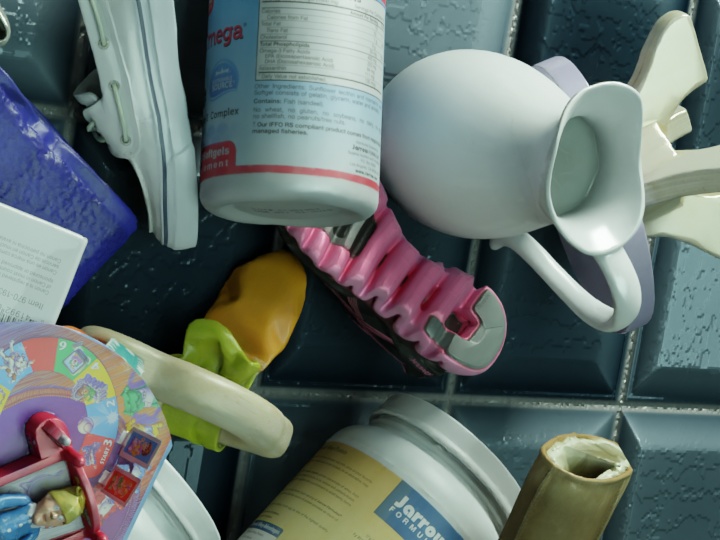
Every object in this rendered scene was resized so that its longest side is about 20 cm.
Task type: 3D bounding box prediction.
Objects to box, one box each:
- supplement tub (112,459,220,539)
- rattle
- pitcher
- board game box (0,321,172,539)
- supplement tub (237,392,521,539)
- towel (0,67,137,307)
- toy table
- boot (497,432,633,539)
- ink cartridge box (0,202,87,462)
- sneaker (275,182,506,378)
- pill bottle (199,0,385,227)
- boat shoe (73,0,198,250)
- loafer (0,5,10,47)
[{"bbox_3d":[-0.194,0.189,1.292,0.200,0.140,0.141,-43,122,-20],"label":"supplement tub"},{"bbox_3d":[-0.105,0.028,1.317,0.143,0.130,0.200,-54,137,-2],"label":"rattle"},{"bbox_3d":[0.099,-0.053,1.413,0.121,0.200,0.172,-25,115,-30],"label":"pitcher"},{"bbox_3d":[-0.184,0.128,1.176,0.158,0.039,0.200,29,84,-31],"label":"board game box"},{"bbox_3d":[0.000,0.193,1.433,0.200,0.145,0.145,-47,124,-18],"label":"supplement tub"},{"bbox_3d":[-0.242,-0.009,1.272,0.200,0.050,0.148,-48,117,-16],"label":"towel"},{"bbox_3d":[0.198,-0.070,1.513,0.117,0.184,0.200,-24,124,-12],"label":"toy table"},{"bbox_3d":[0.123,0.198,1.415,0.175,0.066,0.200,-13,130,-64],"label":"boot"},{"bbox_3d":[-0.258,0.046,1.192,0.145,0.083,0.200,23,86,-31],"label":"ink cartridge box"},{"bbox_3d":[0.000,0.000,1.432,0.200,0.095,0.079,46,64,-8],"label":"sneaker"},{"bbox_3d":[-0.040,-0.132,1.333,0.109,0.109,0.201,9,79,-37],"label":"pill bottle"},{"bbox_3d":[-0.139,-0.107,1.319,0.067,0.074,0.201,-8,108,-6],"label":"boat shoe"},{"bbox_3d":[-0.276,-0.171,1.190,0.200,0.070,0.070,22,87,-38],"label":"loafer"}]
